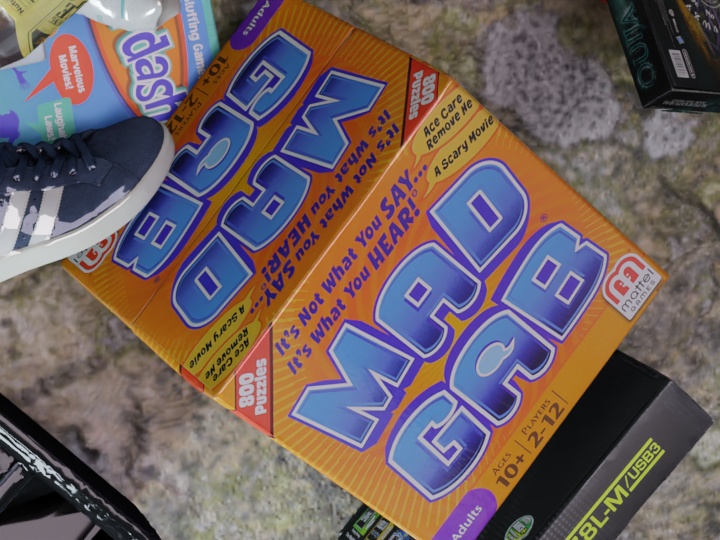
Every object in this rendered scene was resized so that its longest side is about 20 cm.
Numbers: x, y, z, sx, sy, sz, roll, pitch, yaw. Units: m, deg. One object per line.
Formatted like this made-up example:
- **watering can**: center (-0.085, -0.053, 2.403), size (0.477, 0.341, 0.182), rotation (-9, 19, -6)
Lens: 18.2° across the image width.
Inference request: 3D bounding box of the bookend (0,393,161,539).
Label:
- **bookend**: center (-0.251, 0.160, 1.262), size (0.200, 0.092, 0.199), rotation (44, 86, -20)

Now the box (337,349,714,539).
- **box**: center (0.090, 0.123, 1.314), size (0.047, 0.200, 0.193), rotation (40, 88, -22)

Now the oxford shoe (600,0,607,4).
- **oxford shoe**: center (0.114, -0.220, 1.320), size (0.200, 0.073, 0.071), rotation (27, 91, -21)

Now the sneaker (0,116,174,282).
- **sneaker**: center (-0.198, -0.045, 1.201), size (0.200, 0.075, 0.085), rotation (-29, 124, -10)

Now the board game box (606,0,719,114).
- **board game box**: center (0.183, -0.186, 1.297), size (0.135, 0.028, 0.201), rotation (0, 68, -44)

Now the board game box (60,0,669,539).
- **board game box**: center (0.000, 0.000, 1.235), size (0.200, 0.200, 0.200), rotation (38, 88, -37)

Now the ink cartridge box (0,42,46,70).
- **ink cartridge box**: center (-0.268, -0.174, 1.131), size (0.199, 0.043, 0.197), rotation (-16, 131, -15)

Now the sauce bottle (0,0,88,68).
- **sauce bottle**: center (-0.175, -0.144, 1.129), size (0.200, 0.066, 0.066), rotation (-39, 111, 14)

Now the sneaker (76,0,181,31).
- **sneaker**: center (-0.094, -0.218, 1.175), size (0.080, 0.070, 0.201), rotation (25, 94, 21)

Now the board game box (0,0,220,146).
- **board game box**: center (-0.183, -0.137, 1.252), size (0.199, 0.045, 0.153), rotation (-15, 106, -16)
